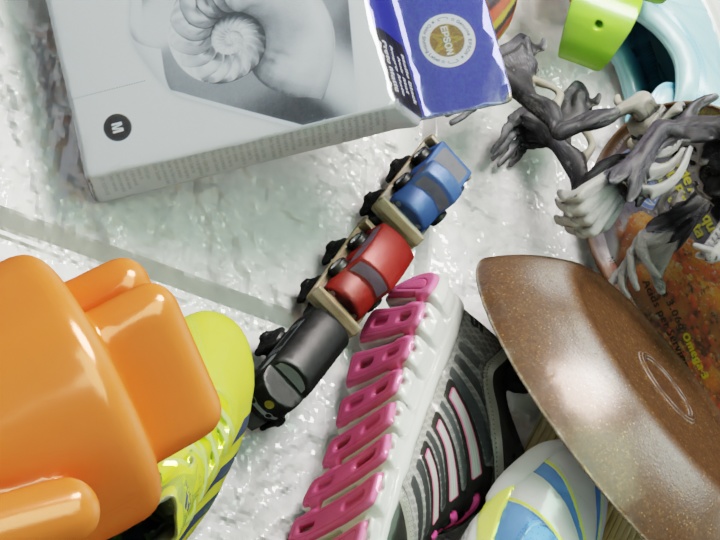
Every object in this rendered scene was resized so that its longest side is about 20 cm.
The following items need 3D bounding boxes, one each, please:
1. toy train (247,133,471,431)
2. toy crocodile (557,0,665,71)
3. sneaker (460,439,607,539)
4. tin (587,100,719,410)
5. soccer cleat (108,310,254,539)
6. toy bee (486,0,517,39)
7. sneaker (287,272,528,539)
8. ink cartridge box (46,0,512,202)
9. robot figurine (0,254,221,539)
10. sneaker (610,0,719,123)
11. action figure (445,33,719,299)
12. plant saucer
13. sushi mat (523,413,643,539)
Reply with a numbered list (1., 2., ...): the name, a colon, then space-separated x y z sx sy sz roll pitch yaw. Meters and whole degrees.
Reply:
1. toy train: 0.000 0.000 1.176 0.034 0.046 0.200 45 49 -11
2. toy crocodile: 0.124 -0.181 1.330 0.067 0.062 0.200 12 39 -14
3. sneaker: 0.083 0.175 1.079 0.076 0.105 0.200 25 82 -40
4. tin: 0.189 0.009 1.263 0.042 0.112 0.200 -1 63 -54
5. soccer cleat: -0.085 0.092 1.043 0.065 0.084 0.200 41 51 -15
6. toy bee: 0.013 -0.188 1.234 0.200 0.109 0.131 29 56 -24
7. sneaker: 0.030 0.098 1.134 0.087 0.074 0.200 33 52 -20
8. ink cartridge box: -0.049 -0.149 1.144 0.200 0.041 0.200 -14 75 -5
9. robot figurine: -0.155 0.069 0.948 0.200 0.117 0.144 -27 62 -12
10. sneaker: 0.180 -0.067 1.334 0.082 0.074 0.200 -15 70 -33
11. action figure: 0.138 -0.041 1.211 0.102 0.200 0.119 -54 142 -12
12. plant saucer: 0.130 0.064 1.166 0.200 0.037 0.200 47 14 -16
13. sushi mat: 0.109 0.125 1.221 0.096 0.012 0.200 42 50 -13
